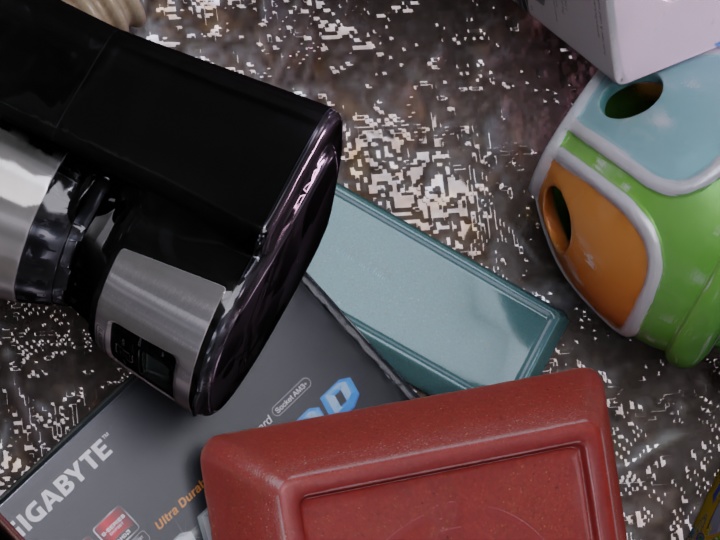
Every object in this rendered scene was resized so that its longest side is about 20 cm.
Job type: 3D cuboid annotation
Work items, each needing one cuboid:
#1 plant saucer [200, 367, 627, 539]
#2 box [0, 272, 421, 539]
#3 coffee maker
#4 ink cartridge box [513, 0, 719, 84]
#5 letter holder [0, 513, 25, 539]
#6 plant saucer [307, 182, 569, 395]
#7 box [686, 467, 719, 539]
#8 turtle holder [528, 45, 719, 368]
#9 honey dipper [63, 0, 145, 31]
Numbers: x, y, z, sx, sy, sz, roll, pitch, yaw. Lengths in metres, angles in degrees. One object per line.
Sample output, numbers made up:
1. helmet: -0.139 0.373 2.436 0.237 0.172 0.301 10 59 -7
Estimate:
1. plant saucer: 0.041 0.156 1.295 0.200 0.037 0.200 -9 92 -22
2. box: -0.058 0.113 1.312 0.200 0.046 0.159 -43 94 -18
3. coffee maker: -0.110 -0.060 1.255 0.200 0.135 0.192 23 90 6
4. ink cartridge box: 0.118 -0.173 1.385 0.116 0.200 0.068 -22 126 -16
5. letter holder: -0.161 0.178 1.201 0.142 0.200 0.101 44 72 2
6. plant saucer: 0.000 0.000 1.375 0.200 0.019 0.070 30 73 -4
7. box: 0.263 0.056 1.322 0.122 0.193 0.200 28 72 -3
8. turtle holder: 0.163 -0.052 1.356 0.132 0.141 0.186 32 86 8
9. honey dipper: -0.187 -0.073 1.346 0.200 0.038 0.038 -38 86 -16
